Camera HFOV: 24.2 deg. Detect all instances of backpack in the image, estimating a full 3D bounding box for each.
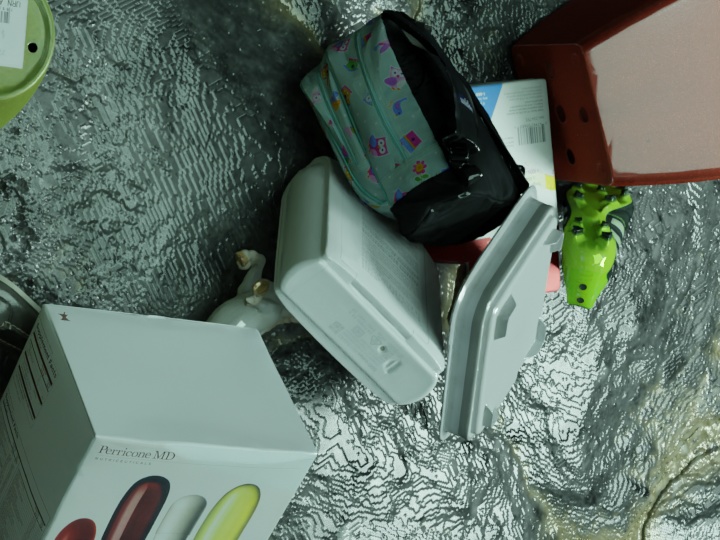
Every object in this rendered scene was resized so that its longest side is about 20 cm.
[{"bbox_3d":[0.041,-0.122,1.432,0.200,0.126,0.167,62,13,15],"label":"backpack"}]

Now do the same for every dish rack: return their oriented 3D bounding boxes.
[{"bbox_3d":[0.126,0.045,1.450,0.172,0.043,0.200,-54,158,-39],"label":"dish rack"}]

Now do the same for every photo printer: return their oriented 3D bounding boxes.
[{"bbox_3d":[0.000,0.000,1.430,0.069,0.200,0.166,-36,116,20],"label":"photo printer"}]

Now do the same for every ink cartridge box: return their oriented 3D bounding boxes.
[{"bbox_3d":[0.119,-0.074,1.562,0.116,0.067,0.201,-10,98,-32],"label":"ink cartridge box"}]

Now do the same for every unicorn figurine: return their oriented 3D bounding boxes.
[{"bbox_3d":[-0.096,0.044,1.417,0.200,0.137,0.074,-28,69,-7],"label":"unicorn figurine"}]

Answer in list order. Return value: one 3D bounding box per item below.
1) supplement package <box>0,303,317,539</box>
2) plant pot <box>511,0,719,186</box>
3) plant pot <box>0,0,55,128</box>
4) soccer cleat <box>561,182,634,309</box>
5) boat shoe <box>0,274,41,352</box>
[{"bbox_3d":[-0.174,0.156,1.287,0.191,0.147,0.200,8,125,-34],"label":"supplement package"},{"bbox_3d":[0.260,-0.172,1.587,0.176,0.200,0.200,-21,104,-20],"label":"plant pot"},{"bbox_3d":[-0.302,-0.166,1.200,0.187,0.200,0.188,-2,94,-33],"label":"plant pot"},{"bbox_3d":[0.219,-0.030,1.597,0.200,0.067,0.081,-57,158,-64],"label":"soccer cleat"},{"bbox_3d":[-0.316,0.012,1.280,0.200,0.067,0.057,45,59,-20],"label":"boat shoe"}]
